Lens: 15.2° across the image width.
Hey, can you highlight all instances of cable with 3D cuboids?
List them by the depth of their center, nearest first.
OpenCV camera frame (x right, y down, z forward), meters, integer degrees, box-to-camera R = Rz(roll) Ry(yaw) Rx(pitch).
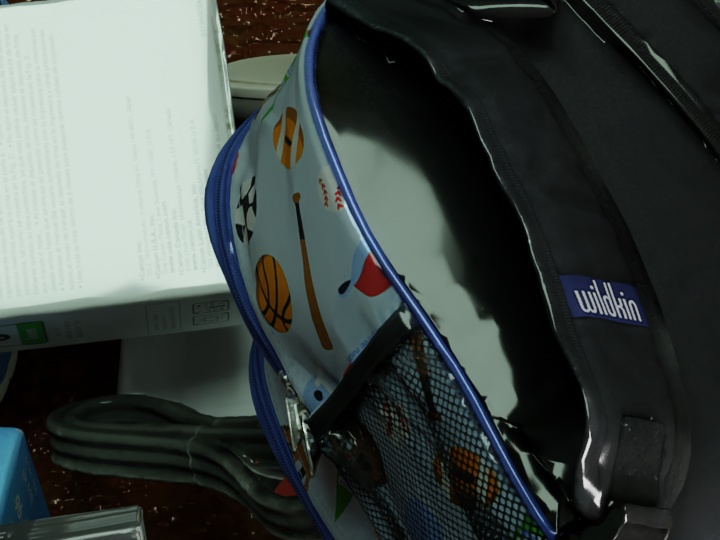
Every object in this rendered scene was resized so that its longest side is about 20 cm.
[{"bbox_3d":[-0.031,0.070,0.847,0.200,0.050,0.097,-5,15,37],"label":"cable"}]

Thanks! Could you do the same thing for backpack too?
[{"bbox_3d":[0.054,0.003,0.740,0.200,0.154,0.191,-18,76,-41],"label":"backpack"}]

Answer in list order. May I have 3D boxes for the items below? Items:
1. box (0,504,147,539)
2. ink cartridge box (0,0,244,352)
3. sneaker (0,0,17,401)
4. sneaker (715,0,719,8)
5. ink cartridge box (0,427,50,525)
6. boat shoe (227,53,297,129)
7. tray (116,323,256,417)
[{"bbox_3d":[-0.121,0.177,0.752,0.158,0.050,0.200,-11,92,-4],"label":"box"},{"bbox_3d":[-0.140,-0.028,0.898,0.200,0.050,0.109,-7,76,-4],"label":"ink cartridge box"},{"bbox_3d":[-0.159,-0.025,0.960,0.078,0.089,0.200,0,54,6],"label":"sneaker"},{"bbox_3d":[0.065,-0.016,0.906,0.095,0.079,0.200,22,84,29],"label":"sneaker"},{"bbox_3d":[-0.176,0.144,0.843,0.116,0.068,0.200,4,53,8],"label":"ink cartridge box"},{"bbox_3d":[0.040,-0.045,0.981,0.200,0.057,0.067,3,18,12],"label":"boat shoe"},{"bbox_3d":[0.000,0.000,0.903,0.200,0.022,0.107,-7,72,38],"label":"tray"}]
